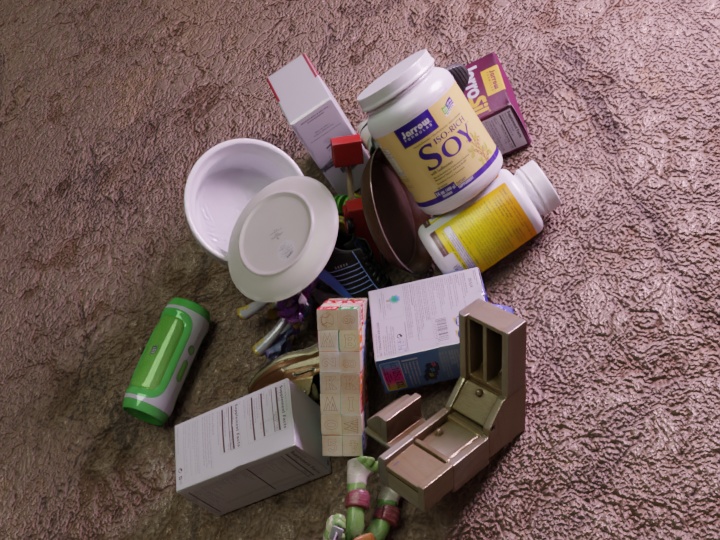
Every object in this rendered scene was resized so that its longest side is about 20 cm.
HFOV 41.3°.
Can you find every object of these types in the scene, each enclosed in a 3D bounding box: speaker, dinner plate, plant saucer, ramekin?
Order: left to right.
[{"bbox_3d":[-0.321,0.150,1.587,0.087,0.089,0.202,4,62,34],"label":"speaker"},{"bbox_3d":[-0.185,-0.099,1.529,0.202,0.199,0.098,-59,6,-15],"label":"ramekin"},{"bbox_3d":[-0.121,-0.051,1.405,0.198,0.024,0.203,-13,64,27],"label":"dinner plate"},{"bbox_3d":[0.053,-0.088,1.435,0.034,0.200,0.203,-15,52,26],"label":"plant saucer"}]

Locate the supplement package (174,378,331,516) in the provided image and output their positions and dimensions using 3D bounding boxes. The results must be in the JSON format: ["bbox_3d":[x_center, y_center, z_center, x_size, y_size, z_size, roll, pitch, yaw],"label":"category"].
[{"bbox_3d":[-0.157,0.259,1.388,0.198,0.114,0.111,-23,50,15],"label":"supplement package"}]

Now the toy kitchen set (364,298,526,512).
[{"bbox_3d":[0.087,0.152,1.213,0.199,0.183,0.162,-30,40,-34],"label":"toy kitchen set"}]

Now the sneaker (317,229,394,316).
[{"bbox_3d":[0.000,0.000,1.417,0.078,0.199,0.070,-52,7,32],"label":"sneaker"}]

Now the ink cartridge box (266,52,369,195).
[{"bbox_3d":[-0.062,-0.241,1.615,0.083,0.200,0.145,-31,48,4],"label":"ink cartridge box"}]

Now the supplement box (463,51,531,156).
[{"bbox_3d":[0.156,-0.236,1.537,0.198,0.103,0.132,-24,49,16],"label":"supplement box"}]

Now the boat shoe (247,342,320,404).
[{"bbox_3d":[-0.079,0.162,1.433,0.198,0.076,0.075,-28,51,14],"label":"boat shoe"}]

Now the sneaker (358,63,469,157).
[{"bbox_3d":[0.075,-0.265,1.487,0.199,0.074,0.089,-37,49,6],"label":"sneaker"}]

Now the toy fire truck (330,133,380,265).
[{"bbox_3d":[-0.007,-0.093,1.494,0.048,0.202,0.142,-9,38,-6],"label":"toy fire truck"}]

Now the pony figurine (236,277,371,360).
[{"bbox_3d":[-0.096,0.044,1.490,0.201,0.166,0.194,-50,37,14],"label":"pony figurine"}]

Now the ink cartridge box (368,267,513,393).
[{"bbox_3d":[0.117,0.079,1.335,0.197,0.077,0.138,-14,44,8],"label":"ink cartridge box"}]

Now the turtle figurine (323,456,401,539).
[{"bbox_3d":[0.024,0.339,1.202,0.142,0.201,0.196,13,57,0],"label":"turtle figurine"}]

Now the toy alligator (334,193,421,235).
[{"bbox_3d":[0.013,-0.095,1.564,0.198,0.054,0.060,14,68,38],"label":"toy alligator"}]

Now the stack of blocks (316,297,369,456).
[{"bbox_3d":[-0.021,0.146,1.335,0.058,0.115,0.203,-1,95,7],"label":"stack of blocks"}]

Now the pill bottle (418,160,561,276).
[{"bbox_3d":[0.191,-0.072,1.397,0.199,0.109,0.110,-35,47,7],"label":"pill bottle"}]

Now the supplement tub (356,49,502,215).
[{"bbox_3d":[0.099,-0.199,1.377,0.144,0.201,0.146,-33,16,11],"label":"supplement tub"}]
